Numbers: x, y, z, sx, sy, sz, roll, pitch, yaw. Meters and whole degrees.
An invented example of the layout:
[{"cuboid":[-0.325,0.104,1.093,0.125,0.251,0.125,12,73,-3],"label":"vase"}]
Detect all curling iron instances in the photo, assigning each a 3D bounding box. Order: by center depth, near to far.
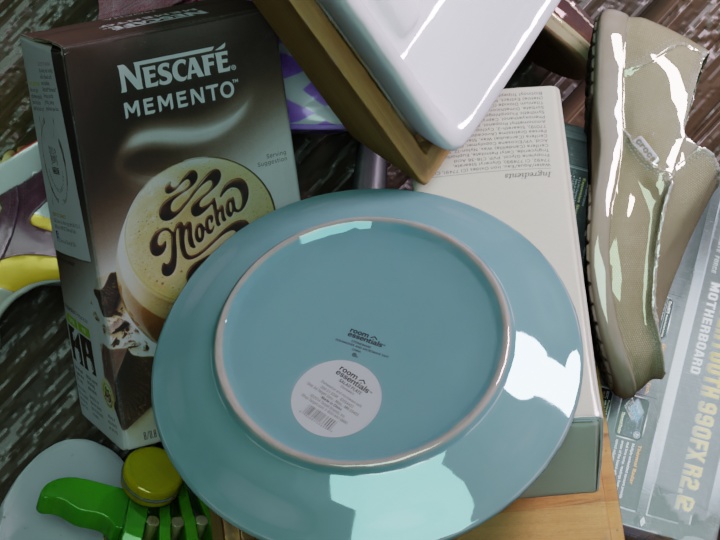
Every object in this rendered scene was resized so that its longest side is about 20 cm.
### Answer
[{"cuboid":[0.000,0.000,1.201,0.025,0.050,0.202,2,73,-2],"label":"curling iron"}]

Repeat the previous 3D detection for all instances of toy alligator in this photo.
[{"cuboid":[-0.061,0.124,1.135,0.198,0.060,0.055,0,49,-23],"label":"toy alligator"}]

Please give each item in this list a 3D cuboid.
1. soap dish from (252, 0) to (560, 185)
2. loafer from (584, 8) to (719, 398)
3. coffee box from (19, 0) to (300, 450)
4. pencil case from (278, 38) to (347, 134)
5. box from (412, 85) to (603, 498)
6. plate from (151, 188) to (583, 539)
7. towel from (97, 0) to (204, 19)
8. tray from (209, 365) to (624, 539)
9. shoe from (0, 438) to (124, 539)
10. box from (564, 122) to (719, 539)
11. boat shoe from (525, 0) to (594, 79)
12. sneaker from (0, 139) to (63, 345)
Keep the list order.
[{"cuboid":[0.028,-0.168,1.101,0.158,0.081,0.201,51,60,-33],"label":"soap dish"},{"cuboid":[0.147,-0.036,1.143,0.068,0.076,0.202,0,77,5],"label":"loafer"},{"cuboid":[-0.092,-0.027,1.131,0.112,0.080,0.202,-14,105,-21],"label":"coffee box"},{"cuboid":[-0.019,-0.166,1.179,0.085,0.084,0.202,5,100,20],"label":"pencil case"},{"cuboid":[0.068,0.009,1.098,0.081,0.069,0.201,-3,54,2],"label":"box"},{"cuboid":[0.002,0.036,1.028,0.198,0.026,0.201,-3,54,4],"label":"plate"},{"cuboid":[-0.108,-0.230,1.202,0.023,0.144,0.202,1,75,-39],"label":"towel"},{"cuboid":[0.026,0.106,1.110,0.198,0.037,0.100,-5,78,-14],"label":"tray"},{"cuboid":[-0.168,0.185,1.143,0.071,0.091,0.201,21,48,-13],"label":"shoe"},{"cuboid":[0.129,0.033,1.191,0.157,0.048,0.202,14,78,1],"label":"box"},{"cuboid":[0.067,-0.190,1.228,0.072,0.072,0.200,-43,76,-8],"label":"boat shoe"},{"cuboid":[-0.136,-0.038,1.194,0.199,0.075,0.090,-33,89,-1],"label":"sneaker"}]
